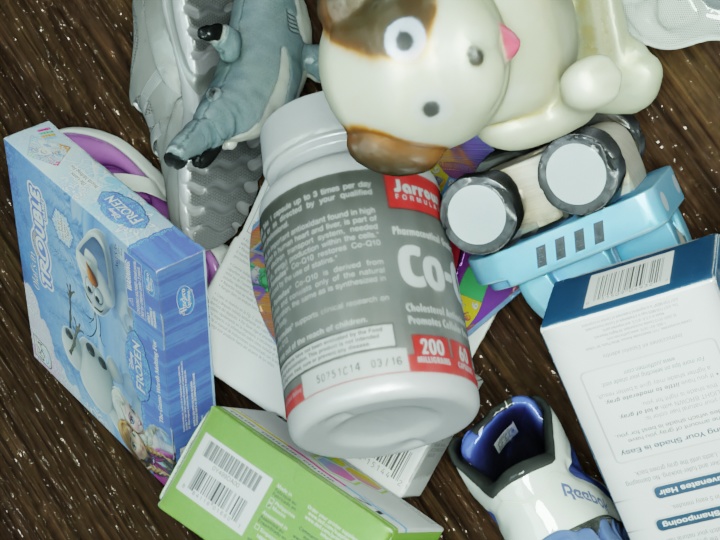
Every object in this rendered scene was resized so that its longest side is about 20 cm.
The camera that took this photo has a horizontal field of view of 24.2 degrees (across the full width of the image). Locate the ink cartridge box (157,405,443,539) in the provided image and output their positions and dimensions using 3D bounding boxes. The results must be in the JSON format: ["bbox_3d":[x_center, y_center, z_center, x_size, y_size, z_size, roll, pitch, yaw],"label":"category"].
[{"bbox_3d":[-0.019,0.161,1.107,0.147,0.200,0.076,32,96,22],"label":"ink cartridge box"}]

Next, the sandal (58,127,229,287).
[{"bbox_3d":[-0.173,-0.042,1.229,0.202,0.050,0.083,33,117,23],"label":"sandal"}]

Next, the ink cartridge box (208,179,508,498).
[{"bbox_3d":[-0.004,0.028,1.140,0.199,0.045,0.177,32,99,23],"label":"ink cartridge box"}]

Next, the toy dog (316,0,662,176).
[{"bbox_3d":[0.053,-0.132,0.900,0.193,0.200,0.141,7,113,26],"label":"toy dog"}]

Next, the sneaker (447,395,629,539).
[{"bbox_3d":[0.113,0.131,1.005,0.080,0.199,0.116,-29,80,5],"label":"sneaker"}]

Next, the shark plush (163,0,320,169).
[{"bbox_3d":[-0.087,-0.127,1.077,0.090,0.200,0.084,4,130,37],"label":"shark plush"}]

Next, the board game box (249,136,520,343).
[{"bbox_3d":[0.010,-0.012,1.089,0.200,0.039,0.158,-41,72,17],"label":"board game box"}]

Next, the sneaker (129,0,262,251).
[{"bbox_3d":[-0.121,-0.113,1.175,0.082,0.074,0.202,-4,89,42],"label":"sneaker"}]

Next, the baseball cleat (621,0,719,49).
[{"bbox_3d":[0.149,-0.195,0.972,0.200,0.070,0.107,37,116,22],"label":"baseball cleat"}]

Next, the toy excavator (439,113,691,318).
[{"bbox_3d":[0.170,0.002,0.996,0.193,0.100,0.201,-22,97,22],"label":"toy excavator"}]

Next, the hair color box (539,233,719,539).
[{"bbox_3d":[0.182,0.090,0.921,0.099,0.061,0.201,-17,110,22],"label":"hair color box"}]

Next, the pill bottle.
[{"bbox_3d":[0.000,0.000,1.002,0.113,0.113,0.201,-26,62,34],"label":"pill bottle"}]

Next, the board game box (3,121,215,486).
[{"bbox_3d":[-0.176,0.026,1.184,0.199,0.043,0.201,37,140,39],"label":"board game box"}]
